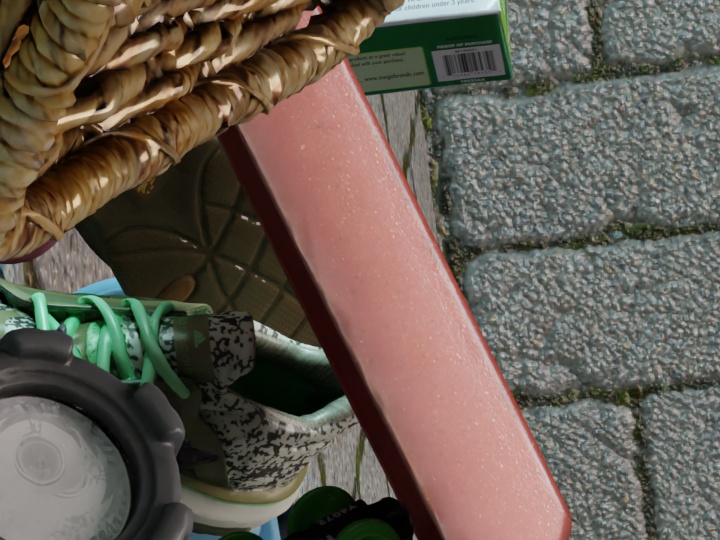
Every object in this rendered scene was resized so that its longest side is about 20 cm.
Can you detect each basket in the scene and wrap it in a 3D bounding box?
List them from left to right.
[{"bbox_3d":[-0.015,-0.110,0.600,0.200,0.142,0.149,-34,101,-60],"label":"basket"}]

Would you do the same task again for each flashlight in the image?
[{"bbox_3d":[-0.100,0.091,0.684,0.068,0.068,0.200,51,-40,12],"label":"flashlight"}]

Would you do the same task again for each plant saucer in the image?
[{"bbox_3d":[0.000,0.000,0.843,0.200,0.037,0.200,64,-4,-5],"label":"plant saucer"}]

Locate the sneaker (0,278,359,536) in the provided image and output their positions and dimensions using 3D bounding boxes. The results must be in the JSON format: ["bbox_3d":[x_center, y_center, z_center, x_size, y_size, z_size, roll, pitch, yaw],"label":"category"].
[{"bbox_3d":[-0.074,0.027,0.935,0.200,0.089,0.077,12,57,-43],"label":"sneaker"}]

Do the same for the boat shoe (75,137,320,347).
[{"bbox_3d":[-0.071,-0.038,0.994,0.200,0.072,0.068,42,15,-40],"label":"boat shoe"}]

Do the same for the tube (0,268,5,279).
[{"bbox_3d":[-0.118,0.102,0.979,0.077,0.050,0.201,-38,120,-70],"label":"tube"}]

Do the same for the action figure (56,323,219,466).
[{"bbox_3d":[-0.092,0.118,0.880,0.102,0.119,0.200,-118,-159,-52],"label":"action figure"}]

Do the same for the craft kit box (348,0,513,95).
[{"bbox_3d":[-0.043,-0.150,1.157,0.049,0.199,0.198,74,12,-51],"label":"craft kit box"}]

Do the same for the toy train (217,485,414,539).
[{"bbox_3d":[-0.067,0.124,0.821,0.042,0.200,0.057,30,-38,60],"label":"toy train"}]

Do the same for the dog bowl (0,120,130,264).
[{"bbox_3d":[-0.097,-0.090,0.769,0.200,0.074,0.201,-164,-90,-70],"label":"dog bowl"}]

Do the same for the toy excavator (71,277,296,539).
[{"bbox_3d":[-0.068,0.107,1.038,0.200,0.100,0.195,-104,-176,-75],"label":"toy excavator"}]

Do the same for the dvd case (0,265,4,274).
[{"bbox_3d":[-0.146,-0.098,0.995,0.146,0.022,0.201,66,19,-70],"label":"dvd case"}]
